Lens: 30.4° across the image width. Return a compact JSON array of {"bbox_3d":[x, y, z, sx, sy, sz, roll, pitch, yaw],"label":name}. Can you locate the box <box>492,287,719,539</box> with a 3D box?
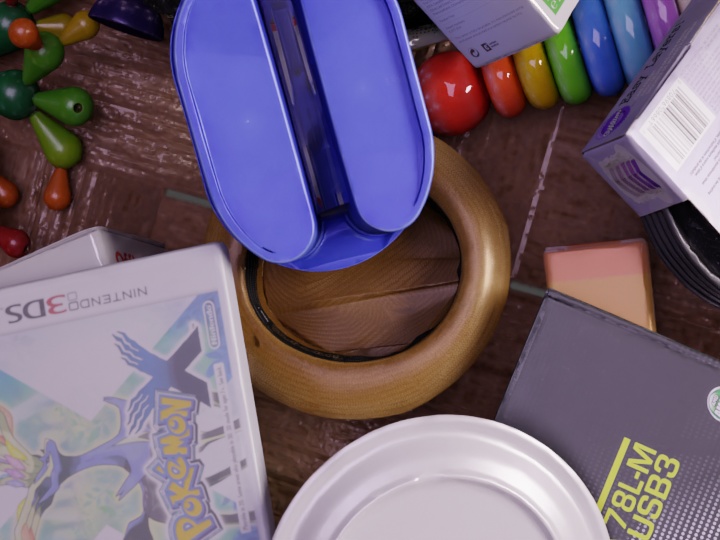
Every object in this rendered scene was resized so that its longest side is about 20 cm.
[{"bbox_3d":[0.158,0.139,0.762,0.191,0.047,0.202,24,92,10],"label":"box"}]

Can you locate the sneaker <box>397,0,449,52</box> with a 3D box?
[{"bbox_3d":[-0.019,-0.167,0.857,0.197,0.077,0.076,-14,128,11],"label":"sneaker"}]

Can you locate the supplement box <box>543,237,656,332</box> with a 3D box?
[{"bbox_3d":[0.156,0.085,0.823,0.066,0.069,0.203,-5,83,12],"label":"supplement box"}]

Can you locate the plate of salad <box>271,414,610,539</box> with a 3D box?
[{"bbox_3d":[0.042,0.177,0.731,0.197,0.048,0.203,-1,97,-7],"label":"plate of salad"}]

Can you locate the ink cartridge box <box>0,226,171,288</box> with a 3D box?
[{"bbox_3d":[-0.147,0.086,0.835,0.083,0.145,0.202,-19,83,8],"label":"ink cartridge box"}]

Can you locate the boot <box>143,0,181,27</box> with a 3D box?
[{"bbox_3d":[-0.083,-0.245,0.787,0.079,0.158,0.213,29,86,37],"label":"boot"}]

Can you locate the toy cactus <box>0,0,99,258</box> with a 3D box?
[{"bbox_3d":[-0.261,-0.122,0.908,0.163,0.102,0.203,15,97,21],"label":"toy cactus"}]

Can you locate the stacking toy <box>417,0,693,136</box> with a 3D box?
[{"bbox_3d":[0.125,-0.139,0.844,0.198,0.085,0.087,-16,83,14],"label":"stacking toy"}]

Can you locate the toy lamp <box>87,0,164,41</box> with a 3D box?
[{"bbox_3d":[-0.126,-0.254,0.861,0.058,0.058,0.202,18,91,11],"label":"toy lamp"}]

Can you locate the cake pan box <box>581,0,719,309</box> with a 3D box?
[{"bbox_3d":[0.242,-0.071,0.759,0.184,0.052,0.201,42,67,-11],"label":"cake pan box"}]

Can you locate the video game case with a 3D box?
[{"bbox_3d":[-0.145,0.100,0.748,0.180,0.022,0.203,-11,84,9],"label":"video game case"}]

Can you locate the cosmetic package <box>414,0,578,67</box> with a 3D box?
[{"bbox_3d":[0.048,-0.231,0.772,0.200,0.084,0.108,43,62,-22],"label":"cosmetic package"}]

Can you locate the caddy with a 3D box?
[{"bbox_3d":[-0.033,-0.096,0.766,0.140,0.105,0.203,-15,98,-1],"label":"caddy"}]

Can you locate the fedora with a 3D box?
[{"bbox_3d":[0.000,0.000,0.849,0.198,0.082,0.204,-1,86,12],"label":"fedora"}]
